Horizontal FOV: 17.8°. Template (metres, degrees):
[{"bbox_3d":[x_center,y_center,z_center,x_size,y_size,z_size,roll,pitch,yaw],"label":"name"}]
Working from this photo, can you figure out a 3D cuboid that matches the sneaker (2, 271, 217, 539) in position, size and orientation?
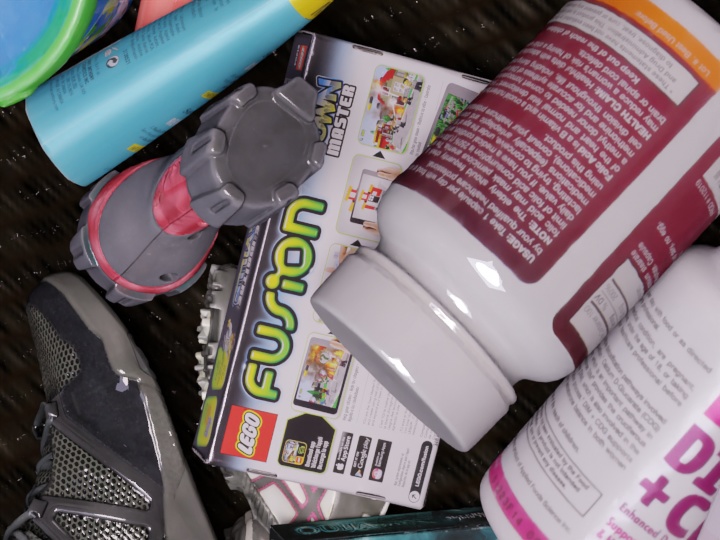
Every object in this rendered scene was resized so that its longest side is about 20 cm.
[{"bbox_3d":[-0.142,0.101,1.105,0.113,0.076,0.201,-17,79,-19],"label":"sneaker"}]

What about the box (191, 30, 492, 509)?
[{"bbox_3d":[0.000,0.000,1.062,0.109,0.035,0.202,14,94,-17],"label":"box"}]

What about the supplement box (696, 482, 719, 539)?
[{"bbox_3d":[0.209,0.130,0.993,0.061,0.199,0.110,31,109,33],"label":"supplement box"}]

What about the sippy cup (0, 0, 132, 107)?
[{"bbox_3d":[-0.163,-0.147,1.059,0.177,0.130,0.141,-17,95,17],"label":"sippy cup"}]

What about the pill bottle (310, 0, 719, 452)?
[{"bbox_3d":[0.080,-0.025,1.003,0.114,0.114,0.200,44,83,1],"label":"pill bottle"}]

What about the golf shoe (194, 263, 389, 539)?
[{"bbox_3d":[-0.032,0.089,1.120,0.087,0.077,0.202,-11,104,-3],"label":"golf shoe"}]

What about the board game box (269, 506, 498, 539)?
[{"bbox_3d":[0.021,0.216,1.113,0.134,0.028,0.202,-3,104,-19],"label":"board game box"}]

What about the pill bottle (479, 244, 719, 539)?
[{"bbox_3d":[0.155,0.061,1.038,0.113,0.113,0.200,39,108,3],"label":"pill bottle"}]

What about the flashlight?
[{"bbox_3d":[-0.077,-0.030,1.034,0.067,0.200,0.068,-11,86,-22],"label":"flashlight"}]

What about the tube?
[{"bbox_3d":[-0.058,-0.110,1.041,0.199,0.078,0.051,-31,107,14],"label":"tube"}]

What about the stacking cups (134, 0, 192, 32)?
[{"bbox_3d":[-0.069,-0.198,1.070,0.060,0.061,0.201,21,109,8],"label":"stacking cups"}]
